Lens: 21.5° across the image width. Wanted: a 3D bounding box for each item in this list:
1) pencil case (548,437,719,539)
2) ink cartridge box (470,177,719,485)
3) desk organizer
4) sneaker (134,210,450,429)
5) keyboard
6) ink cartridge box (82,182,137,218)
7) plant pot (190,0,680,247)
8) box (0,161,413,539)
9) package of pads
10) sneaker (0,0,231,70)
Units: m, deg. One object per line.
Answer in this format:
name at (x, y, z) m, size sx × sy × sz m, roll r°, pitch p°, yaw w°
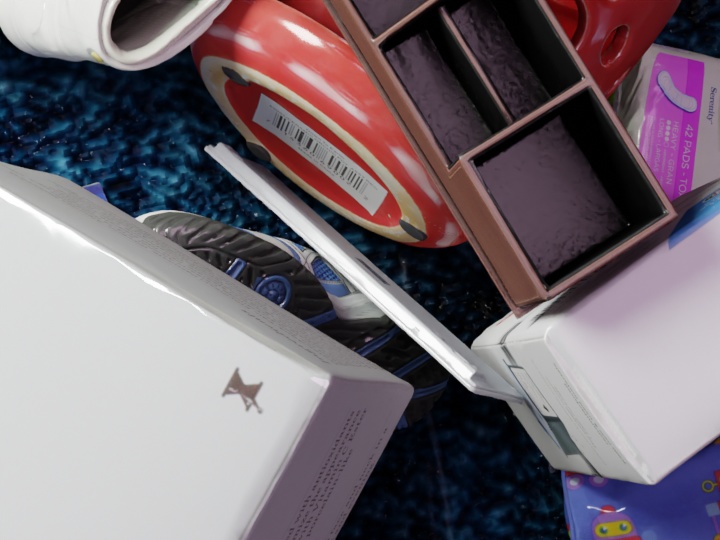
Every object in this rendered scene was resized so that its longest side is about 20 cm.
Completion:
pencil case at (0.201, 0.111, 0.984) m, size 0.199 × 0.087 × 0.078 m, roll -17°, pitch 92°, yaw 15°
ink cartridge box at (0.144, 0.023, 0.886) m, size 0.146 × 0.200 × 0.086 m, roll -35°, pitch 88°, yaw -7°
desk organizer at (0.048, -0.085, 0.796) m, size 0.072 × 0.077 × 0.201 m, roll -32°, pitch 89°, yaw -5°
sneaker at (-0.046, 0.021, 0.919) m, size 0.200 × 0.077 × 0.076 m, roll 29°, pitch 96°, yaw -42°
keyboard at (0.000, 0.000, 0.925) m, size 0.200 × 0.056 × 0.011 m, roll 42°, pitch 96°, yaw 29°
ink cartridge box at (-0.131, 0.046, 0.901) m, size 0.099 × 0.039 × 0.201 m, roll -19°, pitch 70°, yaw -23°
plant pot at (0.030, -0.126, 0.929) m, size 0.200 × 0.200 × 0.183 m, roll 40°, pitch 75°, yaw -11°
box at (-0.119, 0.083, 0.771) m, size 0.199 × 0.131 × 0.200 m, roll 30°, pitch 94°, yaw 16°
package of pads at (0.201, -0.014, 1.044) m, size 0.154 × 0.068 × 0.201 m, roll 11°, pitch 82°, yaw -17°
sneaker at (-0.072, -0.171, 0.878) m, size 0.074 × 0.115 × 0.200 m, roll 44°, pitch 76°, yaw -36°
